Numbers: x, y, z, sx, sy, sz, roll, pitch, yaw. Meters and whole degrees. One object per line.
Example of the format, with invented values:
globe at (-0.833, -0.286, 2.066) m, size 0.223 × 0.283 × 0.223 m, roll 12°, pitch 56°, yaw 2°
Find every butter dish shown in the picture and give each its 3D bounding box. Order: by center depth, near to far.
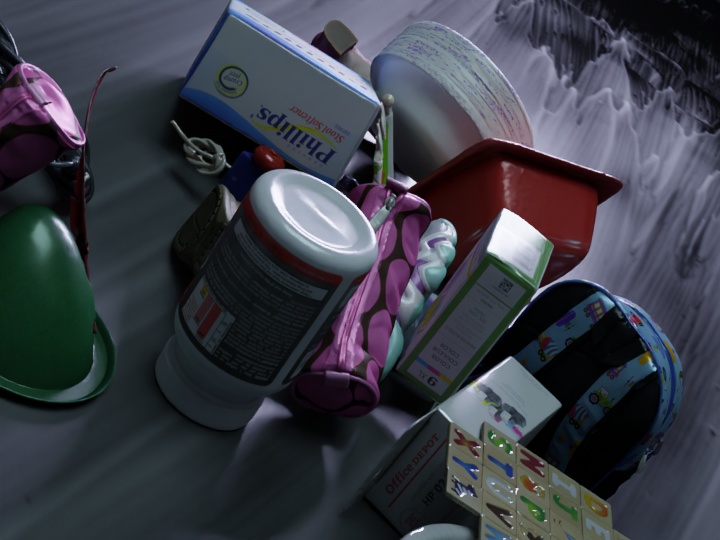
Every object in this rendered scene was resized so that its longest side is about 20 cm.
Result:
butter dish at (0.154, -0.030, 1.767) m, size 0.198 × 0.200 × 0.149 m, roll 14°, pitch 61°, yaw -32°

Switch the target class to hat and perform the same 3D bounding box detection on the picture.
hat at (-0.235, -0.028, 1.291) m, size 0.165 × 0.177 × 0.200 m, roll -5°, pitch 47°, yaw -52°

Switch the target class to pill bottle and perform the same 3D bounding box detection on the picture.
pill bottle at (-0.081, 0.027, 1.353) m, size 0.115 × 0.201 × 0.116 m, roll 27°, pitch 29°, yaw -16°

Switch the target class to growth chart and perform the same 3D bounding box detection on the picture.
growth chart at (0.021, -0.075, 1.684) m, size 0.018 × 0.146 × 0.201 m, roll 2°, pitch 39°, yaw 5°

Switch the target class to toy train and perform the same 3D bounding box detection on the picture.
toy train at (-0.091, -0.082, 1.651) m, size 0.200 × 0.085 × 0.115 m, roll 46°, pitch 19°, yaw 19°

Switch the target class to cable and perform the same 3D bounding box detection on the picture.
cable at (-0.291, -0.154, 1.481) m, size 0.201 × 0.051 × 0.163 m, roll 57°, pitch 4°, yaw 11°

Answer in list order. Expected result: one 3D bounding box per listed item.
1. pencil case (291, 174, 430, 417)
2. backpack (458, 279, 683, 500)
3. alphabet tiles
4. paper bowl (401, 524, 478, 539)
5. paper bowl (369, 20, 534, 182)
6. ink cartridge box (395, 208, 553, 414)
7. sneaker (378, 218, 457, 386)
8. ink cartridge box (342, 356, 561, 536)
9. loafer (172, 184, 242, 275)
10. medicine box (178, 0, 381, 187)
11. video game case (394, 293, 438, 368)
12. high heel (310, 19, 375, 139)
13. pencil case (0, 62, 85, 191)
pencil case at (0.000, 0.023, 1.454) m, size 0.090 × 0.094 × 0.202 m, roll 19°, pitch 68°, yaw -10°
backpack at (0.210, 0.105, 1.539) m, size 0.134 × 0.200 × 0.183 m, roll -9°, pitch 56°, yaw -46°
alphabet tiles at (0.147, 0.197, 1.306) m, size 0.199 × 0.006 × 0.167 m, roll 34°, pitch 24°, yaw -11°
paper bowl at (0.080, 0.292, 1.211) m, size 0.199 × 0.105 × 0.201 m, roll 26°, pitch 29°, yaw -16°
paper bowl at (0.087, -0.164, 1.842) m, size 0.200 × 0.201 × 0.104 m, roll 42°, pitch 73°, yaw 16°
ink cartridge box at (0.089, 0.051, 1.506) m, size 0.059 × 0.201 × 0.104 m, roll 35°, pitch 27°, yaw -2°
sneaker at (0.000, 0.000, 1.559) m, size 0.139 × 0.078 × 0.201 m, roll 33°, pitch 54°, yaw -3°
ink cartridge box at (0.080, 0.158, 1.422) m, size 0.068 × 0.115 × 0.200 m, roll 44°, pitch 30°, yaw 12°
loafer at (-0.118, -0.017, 1.502) m, size 0.067 × 0.076 × 0.200 m, roll 39°, pitch 10°, yaw -20°
medicine box at (-0.083, -0.187, 1.735) m, size 0.181 × 0.103 × 0.200 m, roll 31°, pitch 9°, yaw -9°
video game case at (0.109, 0.087, 1.673) m, size 0.199 × 0.019 × 0.143 m, roll 26°, pitch 29°, yaw -16°
high heel at (0.010, -0.201, 1.984) m, size 0.067 × 0.096 × 0.201 m, roll -28°, pitch 85°, yaw -17°
pencil case at (-0.313, -0.085, 1.274) m, size 0.091 × 0.199 × 0.094 m, roll 61°, pitch 0°, yaw 21°
